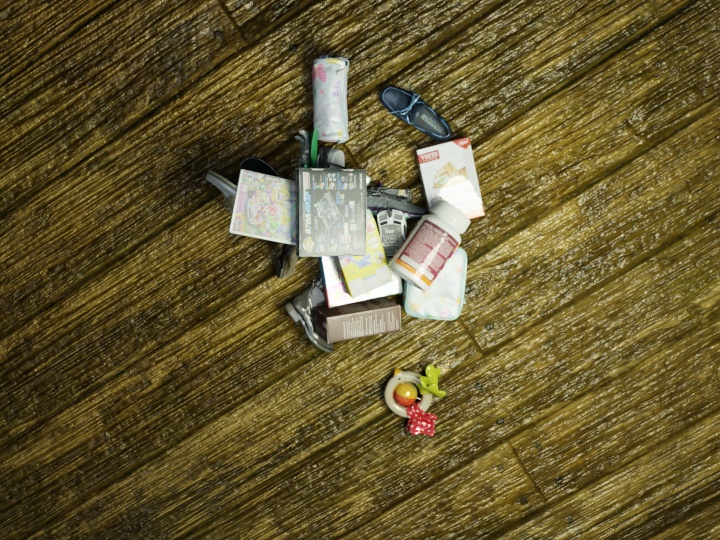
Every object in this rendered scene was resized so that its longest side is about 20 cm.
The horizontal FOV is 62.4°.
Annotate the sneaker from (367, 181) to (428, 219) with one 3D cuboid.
[{"bbox_3d":[0.075,-0.176,1.490,0.200,0.074,0.088,6,97,-1],"label":"sneaker"}]

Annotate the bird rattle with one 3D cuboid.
[{"bbox_3d":[0.144,0.343,1.606,0.163,0.113,0.200,20,114,7],"label":"bird rattle"}]

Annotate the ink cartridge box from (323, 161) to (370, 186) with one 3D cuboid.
[{"bbox_3d":[-0.062,-0.151,1.440,0.109,0.050,0.200,14,106,-24],"label":"ink cartridge box"}]

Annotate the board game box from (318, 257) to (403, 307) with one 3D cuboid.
[{"bbox_3d":[0.000,0.000,1.513,0.200,0.040,0.153,-10,100,-14],"label":"board game box"}]

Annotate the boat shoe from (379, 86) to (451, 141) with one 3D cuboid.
[{"bbox_3d":[0.142,-0.389,1.446,0.200,0.069,0.084,26,100,-6],"label":"boat shoe"}]

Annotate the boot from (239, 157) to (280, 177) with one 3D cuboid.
[{"bbox_3d":[-0.220,-0.193,1.432,0.076,0.168,0.200,-41,99,5],"label":"boot"}]

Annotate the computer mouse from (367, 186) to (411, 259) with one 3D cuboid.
[{"bbox_3d":[0.074,-0.117,1.450,0.109,0.044,0.200,-1,126,9],"label":"computer mouse"}]

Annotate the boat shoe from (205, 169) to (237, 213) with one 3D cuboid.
[{"bbox_3d":[-0.307,-0.172,1.483,0.200,0.075,0.068,36,94,-9],"label":"boat shoe"}]

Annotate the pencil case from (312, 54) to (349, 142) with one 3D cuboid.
[{"bbox_3d":[-0.069,-0.410,1.431,0.091,0.083,0.200,6,104,20],"label":"pencil case"}]

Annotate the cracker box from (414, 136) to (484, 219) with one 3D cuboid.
[{"bbox_3d":[0.223,-0.220,1.489,0.134,0.058,0.200,-14,101,2],"label":"cracker box"}]

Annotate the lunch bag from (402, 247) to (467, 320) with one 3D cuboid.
[{"bbox_3d":[0.194,0.029,1.527,0.160,0.077,0.200,5,98,-3],"label":"lunch bag"}]

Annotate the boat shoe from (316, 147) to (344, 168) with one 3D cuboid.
[{"bbox_3d":[-0.085,-0.207,1.486,0.068,0.072,0.200,18,119,30],"label":"boat shoe"}]

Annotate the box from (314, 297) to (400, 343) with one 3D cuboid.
[{"bbox_3d":[-0.007,0.124,1.503,0.200,0.100,0.075,-6,103,-21],"label":"box"}]

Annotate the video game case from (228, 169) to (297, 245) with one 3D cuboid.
[{"bbox_3d":[-0.185,-0.137,1.347,0.200,0.018,0.143,11,91,-18],"label":"video game case"}]

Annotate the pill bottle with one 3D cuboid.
[{"bbox_3d":[0.168,-0.061,1.425,0.114,0.114,0.200,36,87,-8],"label":"pill bottle"}]

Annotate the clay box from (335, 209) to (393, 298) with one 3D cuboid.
[{"bbox_3d":[-0.004,-0.044,1.444,0.115,0.048,0.200,-22,112,-12],"label":"clay box"}]

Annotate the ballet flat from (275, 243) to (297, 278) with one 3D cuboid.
[{"bbox_3d":[-0.168,-0.045,1.479,0.046,0.067,0.200,-3,146,-25],"label":"ballet flat"}]

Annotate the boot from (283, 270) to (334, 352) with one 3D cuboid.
[{"bbox_3d":[-0.083,0.098,1.550,0.174,0.069,0.200,-40,107,-1],"label":"boot"}]

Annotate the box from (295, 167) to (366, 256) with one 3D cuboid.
[{"bbox_3d":[-0.066,-0.131,1.351,0.159,0.046,0.200,-2,95,-17],"label":"box"}]

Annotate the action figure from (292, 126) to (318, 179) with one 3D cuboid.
[{"bbox_3d":[-0.132,-0.230,1.422,0.055,0.118,0.200,0,83,-19],"label":"action figure"}]
